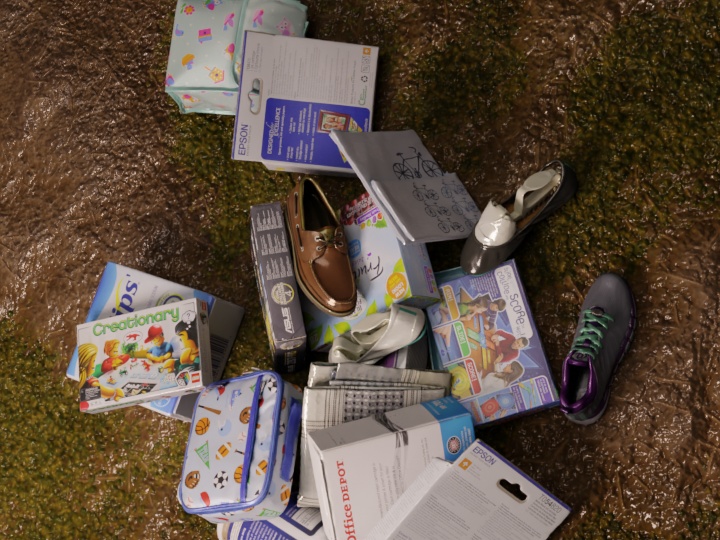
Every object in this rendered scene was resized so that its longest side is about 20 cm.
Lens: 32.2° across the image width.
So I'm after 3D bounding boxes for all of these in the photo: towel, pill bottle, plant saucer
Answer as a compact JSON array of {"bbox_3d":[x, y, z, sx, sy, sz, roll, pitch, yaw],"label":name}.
[{"bbox_3d":[0.017,0.218,1.617,0.192,0.035,0.201,4,100,-6],"label":"towel"},{"bbox_3d":[-0.083,0.362,1.657,0.199,0.116,0.116,27,88,27],"label":"pill bottle"},{"bbox_3d":[0.127,0.097,1.691,0.070,0.019,0.201,-13,72,19],"label":"plant saucer"}]

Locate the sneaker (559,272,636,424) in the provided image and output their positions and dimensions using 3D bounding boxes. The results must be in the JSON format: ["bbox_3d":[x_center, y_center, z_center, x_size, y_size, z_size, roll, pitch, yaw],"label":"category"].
[{"bbox_3d":[0.299,0.094,1.578,0.074,0.087,0.201,10,81,25],"label":"sneaker"}]

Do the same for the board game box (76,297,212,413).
[{"bbox_3d":[-0.304,0.120,1.745,0.199,0.035,0.127,-13,72,20],"label":"board game box"}]

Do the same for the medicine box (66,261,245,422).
[{"bbox_3d":[-0.299,0.106,1.824,0.199,0.103,0.183,16,83,25],"label":"medicine box"}]

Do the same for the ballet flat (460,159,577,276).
[{"bbox_3d":[0.203,-0.078,1.650,0.200,0.068,0.068,-43,55,-10],"label":"ballet flat"}]

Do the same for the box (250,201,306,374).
[{"bbox_3d":[-0.115,0.027,1.734,0.049,0.161,0.201,-9,71,-10],"label":"box"}]

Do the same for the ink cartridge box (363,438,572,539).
[{"bbox_3d":[0.133,0.316,1.540,0.200,0.199,0.041,-48,30,5],"label":"ink cartridge box"}]

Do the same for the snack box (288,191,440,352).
[{"bbox_3d":[0.000,0.000,1.709,0.200,0.068,0.169,-30,65,38],"label":"snack box"}]

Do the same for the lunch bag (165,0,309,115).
[{"bbox_3d":[-0.180,-0.325,1.878,0.199,0.122,0.171,3,75,14],"label":"lunch bag"}]

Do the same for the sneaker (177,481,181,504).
[{"bbox_3d":[-0.194,0.253,1.754,0.076,0.077,0.200,43,97,25],"label":"sneaker"}]

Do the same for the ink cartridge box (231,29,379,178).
[{"bbox_3d":[-0.079,-0.239,1.807,0.199,0.047,0.199,6,79,-3],"label":"ink cartridge box"}]

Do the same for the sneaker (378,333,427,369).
[{"bbox_3d":[0.021,0.157,1.687,0.114,0.073,0.201,10,84,29],"label":"sneaker"}]

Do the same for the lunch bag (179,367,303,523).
[{"bbox_3d":[-0.151,0.227,1.629,0.160,0.076,0.201,-14,57,33],"label":"lunch bag"}]

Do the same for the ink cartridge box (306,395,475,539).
[{"bbox_3d":[0.045,0.257,1.567,0.199,0.086,0.147,-12,105,-12],"label":"ink cartridge box"}]

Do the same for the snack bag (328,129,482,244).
[{"bbox_3d":[0.070,-0.120,1.682,0.021,0.188,0.200,-48,64,34],"label":"snack bag"}]

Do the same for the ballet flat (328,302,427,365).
[{"bbox_3d":[0.003,0.097,1.653,0.200,0.069,0.070,-37,63,38],"label":"ballet flat"}]

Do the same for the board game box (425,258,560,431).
[{"bbox_3d":[0.171,0.100,1.644,0.135,0.034,0.201,-18,71,10],"label":"board game box"}]

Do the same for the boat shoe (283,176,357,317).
[{"bbox_3d":[-0.054,-0.034,1.656,0.072,0.068,0.201,-12,59,-26],"label":"boat shoe"}]
